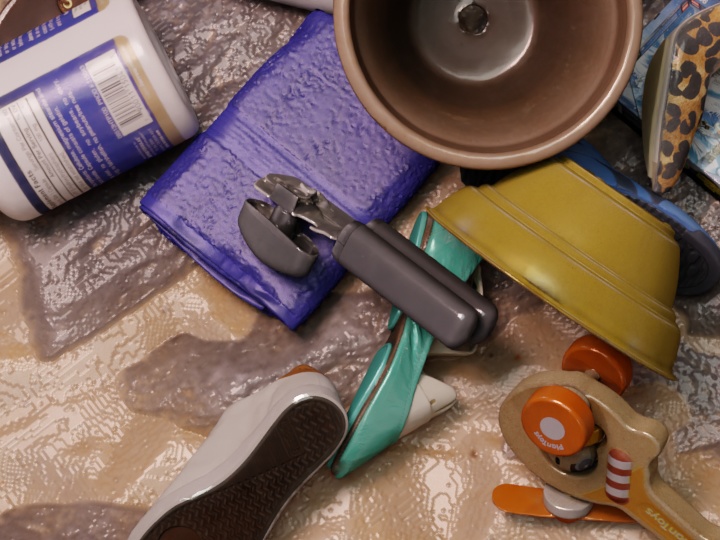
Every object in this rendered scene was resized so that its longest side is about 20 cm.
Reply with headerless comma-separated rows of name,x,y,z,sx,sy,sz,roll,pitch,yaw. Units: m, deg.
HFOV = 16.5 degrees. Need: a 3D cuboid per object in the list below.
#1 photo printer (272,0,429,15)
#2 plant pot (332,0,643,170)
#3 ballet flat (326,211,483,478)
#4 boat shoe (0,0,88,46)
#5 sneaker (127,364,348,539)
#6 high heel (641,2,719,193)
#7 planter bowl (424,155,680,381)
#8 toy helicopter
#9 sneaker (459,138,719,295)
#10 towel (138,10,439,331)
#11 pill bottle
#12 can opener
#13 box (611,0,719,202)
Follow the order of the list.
photo printer,-0.020,-0.267,1.802,0.200,0.069,0.167,16,76,11
plant pot,0.078,-0.170,1.655,0.200,0.175,0.201,0,95,-2
ballet flat,0.042,0.057,1.700,0.070,0.067,0.200,22,78,-4
boat shoe,-0.204,-0.215,1.810,0.070,0.070,0.200,41,83,16
sneaker,-0.087,0.145,1.696,0.200,0.085,0.073,-43,112,9
high heel,0.271,-0.139,1.694,0.142,0.071,0.200,12,83,-5
planter bowl,0.146,-0.018,1.621,0.200,0.200,0.084,35,95,16
toy helicopter,0.173,0.147,1.638,0.200,0.132,0.079,40,45,2
sneaker,0.167,-0.055,1.717,0.200,0.066,0.078,27,39,1
towel,-0.040,-0.071,1.760,0.148,0.050,0.200,39,81,9
pill bottle,-0.227,-0.105,1.751,0.200,0.120,0.120,-27,72,2
can opener,0.000,0.000,1.677,0.200,0.053,0.067,38,113,25
box,0.282,-0.113,1.733,0.200,0.040,0.137,42,83,17
